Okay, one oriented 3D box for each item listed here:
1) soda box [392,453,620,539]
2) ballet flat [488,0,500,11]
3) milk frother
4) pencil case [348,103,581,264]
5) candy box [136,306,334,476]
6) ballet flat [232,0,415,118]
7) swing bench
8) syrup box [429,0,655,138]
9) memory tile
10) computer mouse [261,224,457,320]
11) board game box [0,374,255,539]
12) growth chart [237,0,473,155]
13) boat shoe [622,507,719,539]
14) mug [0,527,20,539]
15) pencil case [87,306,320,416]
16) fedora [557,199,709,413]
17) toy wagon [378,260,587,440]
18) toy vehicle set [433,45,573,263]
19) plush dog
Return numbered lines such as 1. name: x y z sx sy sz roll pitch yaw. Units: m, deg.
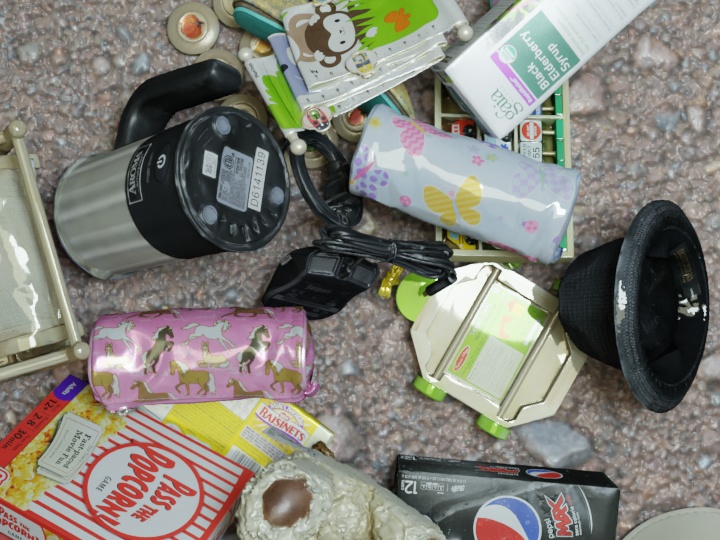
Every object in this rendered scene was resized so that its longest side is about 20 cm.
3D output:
1. soda box: 0.128 0.212 0.974 0.198 0.071 0.064 4 93 1
2. ballet flat: 0.209 -0.278 0.980 0.199 0.069 0.071 -23 131 3
3. milk frother: -0.127 -0.064 0.949 0.200 0.187 0.182 40 57 -34
4. pencil case: 0.089 -0.076 0.918 0.199 0.091 0.084 19 124 5
5. candy box: -0.132 0.133 1.000 0.200 0.026 0.102 37 86 1
6. ballet flat: -0.022 -0.207 0.975 0.199 0.071 0.071 34 89 0
7. swing bench: -0.320 -0.003 0.928 0.129 0.200 0.200 -15 90 -14
8. syrup box: 0.161 -0.210 0.919 0.200 0.081 0.079 -42 104 4
9. memory tile: -0.079 -0.187 1.011 0.153 0.017 0.201 -28 89 0
10. computer mouse: 0.000 0.000 0.940 0.139 0.200 0.046 11 67 -18
11. board game box: -0.213 0.191 0.928 0.199 0.152 0.047 26 128 8
12. growth chart: -0.007 -0.197 0.913 0.199 0.018 0.145 -33 62 -6
13. boat shoe: 0.262 0.290 0.990 0.199 0.073 0.063 -31 132 -6
14. mug: -0.219 0.262 0.949 0.198 0.133 0.179 12 91 -3
15. pencil case: -0.136 0.078 0.949 0.198 0.083 0.087 -4 113 -3
16. fedora: 0.233 0.031 0.940 0.091 0.200 0.202 0 89 37
17. toy wagon: 0.109 0.053 0.994 0.199 0.040 0.156 30 89 2
18. toy vehicle set: 0.129 -0.107 0.983 0.123 0.027 0.202 0 77 1
19. plush dog: -0.051 0.247 0.913 0.199 0.160 0.173 27 92 -26
